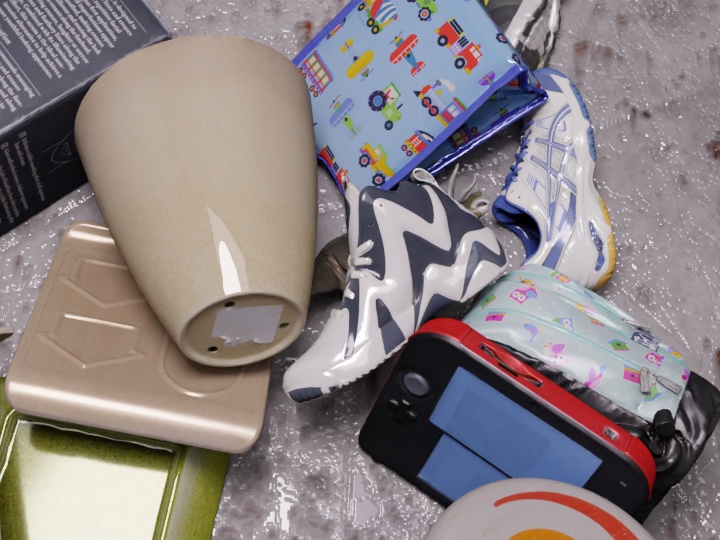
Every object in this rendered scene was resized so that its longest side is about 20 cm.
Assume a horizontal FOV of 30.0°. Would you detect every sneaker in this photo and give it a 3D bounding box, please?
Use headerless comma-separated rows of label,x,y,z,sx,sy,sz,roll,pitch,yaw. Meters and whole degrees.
sneaker,0.000,0.000,1.005,0.199,0.079,0.130,-36,87,-6
sneaker,0.134,-0.239,1.194,0.084,0.075,0.201,14,71,27
sneaker,0.150,-0.078,1.121,0.088,0.075,0.201,-7,69,-8

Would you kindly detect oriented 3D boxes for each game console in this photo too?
game console,0.102,0.136,0.981,0.200,0.177,0.031,34,46,9

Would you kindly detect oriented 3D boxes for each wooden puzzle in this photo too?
wooden puzzle,-0.159,0.054,1.030,0.184,0.046,0.200,11,40,-5

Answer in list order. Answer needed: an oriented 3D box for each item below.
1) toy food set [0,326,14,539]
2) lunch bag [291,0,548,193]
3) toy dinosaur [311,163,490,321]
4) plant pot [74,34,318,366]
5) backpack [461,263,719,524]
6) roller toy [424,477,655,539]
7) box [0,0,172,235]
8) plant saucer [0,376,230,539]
toy food set,-0.298,0.154,0.966,0.143,0.060,0.201,-25,62,23
lunch bag,0.027,-0.150,1.113,0.200,0.094,0.151,-37,71,12
toy dinosaur,0.017,-0.001,1.090,0.199,0.077,0.103,-18,59,-6
plant pot,-0.106,-0.038,0.995,0.186,0.188,0.201,-11,55,-9
backpack,0.159,0.093,1.023,0.200,0.167,0.127,32,47,10
roller toy,0.115,0.237,0.896,0.199,0.140,0.183,14,41,-1
box,-0.256,-0.138,1.067,0.200,0.149,0.107,-34,75,-17
plant saucer,-0.211,0.185,0.998,0.199,0.048,0.201,12,68,0
